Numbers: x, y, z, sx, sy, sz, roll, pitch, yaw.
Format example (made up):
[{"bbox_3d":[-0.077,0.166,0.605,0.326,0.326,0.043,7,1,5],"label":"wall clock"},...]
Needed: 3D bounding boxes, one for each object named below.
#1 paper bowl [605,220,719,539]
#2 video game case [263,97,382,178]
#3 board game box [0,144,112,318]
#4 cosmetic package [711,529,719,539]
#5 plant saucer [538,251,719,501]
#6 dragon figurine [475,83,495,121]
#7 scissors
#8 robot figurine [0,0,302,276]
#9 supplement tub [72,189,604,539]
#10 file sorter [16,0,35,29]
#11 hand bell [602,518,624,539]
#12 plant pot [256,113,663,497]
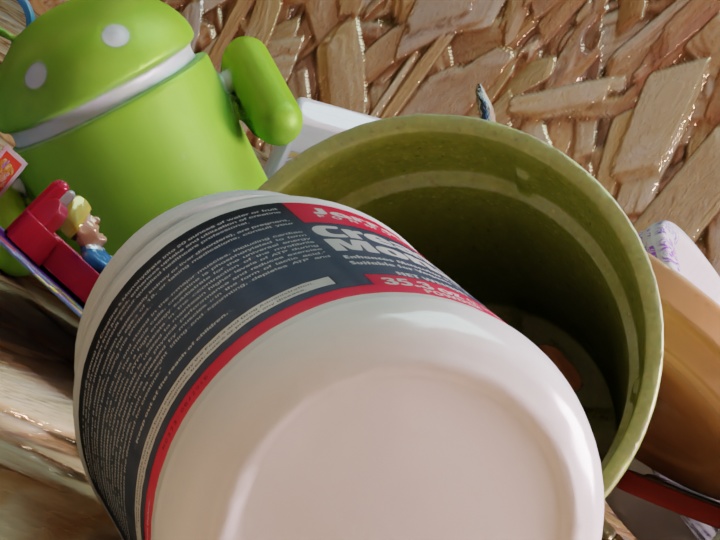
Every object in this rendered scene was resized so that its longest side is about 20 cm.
[{"bbox_3d":[0.182,0.081,1.416,0.201,0.104,0.201,52,16,-22],"label":"paper bowl"},{"bbox_3d":[0.018,-0.013,1.490,0.181,0.200,0.023,15,51,-12],"label":"video game case"},{"bbox_3d":[-0.121,-0.002,1.131,0.158,0.039,0.200,40,-4,36],"label":"board game box"},{"bbox_3d":[0.268,0.146,1.174,0.199,0.090,0.107,-2,47,-35],"label":"cosmetic package"},{"bbox_3d":[0.140,0.050,1.216,0.200,0.032,0.200,38,-16,13],"label":"plant saucer"},{"bbox_3d":[0.000,0.000,1.218,0.099,0.201,0.059,13,24,-27],"label":"dragon figurine"},{"bbox_3d":[0.222,0.142,1.245,0.199,0.014,0.073,23,-1,15],"label":"scissors"},{"bbox_3d":[-0.116,-0.056,1.291,0.201,0.175,0.116,64,-3,-11],"label":"robot figurine"},{"bbox_3d":[-0.016,0.055,0.808,0.140,0.141,0.200,30,4,-22],"label":"supplement tub"},{"bbox_3d":[-0.280,-0.133,1.261,0.139,0.123,0.200,34,4,26],"label":"file sorter"},{"bbox_3d":[0.138,0.156,1.324,0.200,0.104,0.104,44,5,6],"label":"hand bell"},{"bbox_3d":[0.043,0.055,1.104,0.200,0.201,0.184,33,-7,19],"label":"plant pot"}]
